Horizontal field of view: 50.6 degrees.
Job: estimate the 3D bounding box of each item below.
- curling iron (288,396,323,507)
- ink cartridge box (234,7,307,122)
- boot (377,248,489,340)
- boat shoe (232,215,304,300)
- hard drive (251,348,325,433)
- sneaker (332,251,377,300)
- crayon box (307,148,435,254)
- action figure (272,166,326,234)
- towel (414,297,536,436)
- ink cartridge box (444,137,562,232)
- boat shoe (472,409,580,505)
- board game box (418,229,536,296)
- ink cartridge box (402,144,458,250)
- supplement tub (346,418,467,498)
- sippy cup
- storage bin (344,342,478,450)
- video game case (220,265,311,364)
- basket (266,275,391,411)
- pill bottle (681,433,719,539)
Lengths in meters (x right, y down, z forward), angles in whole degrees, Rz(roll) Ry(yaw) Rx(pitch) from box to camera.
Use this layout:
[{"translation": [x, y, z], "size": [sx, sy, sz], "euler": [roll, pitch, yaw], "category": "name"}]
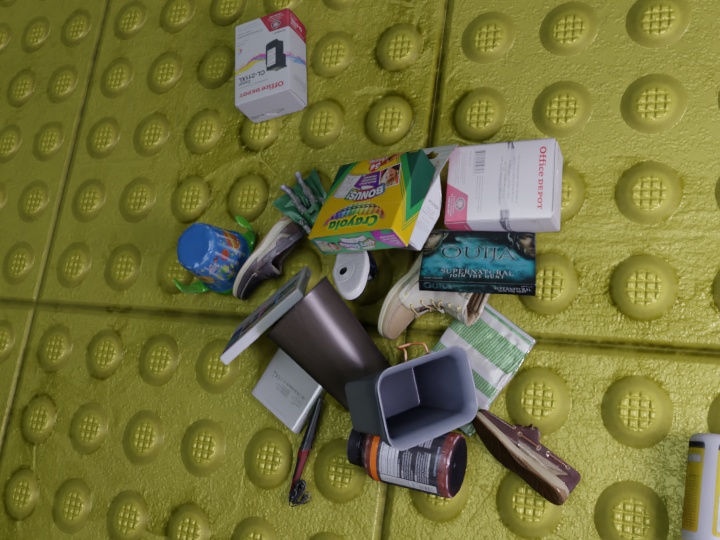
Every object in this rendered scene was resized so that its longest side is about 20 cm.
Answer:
[{"translation": [-0.096, 0.338, 1.416], "size": [0.049, 0.025, 0.205], "euler": [7, 79, 34], "category": "curling iron"}, {"translation": [-0.196, -0.448, 1.671], "size": [0.142, 0.083, 0.205], "euler": [-11, 70, 22], "category": "ink cartridge box"}, {"translation": [0.131, 0.062, 1.350], "size": [0.154, 0.072, 0.202], "euler": [34, 86, 40], "category": "boot"}, {"translation": [-0.186, -0.014, 1.541], "size": [0.064, 0.072, 0.202], "euler": [39, 100, 14], "category": "boat shoe"}, {"translation": [-0.112, 0.190, 1.469], "size": [0.131, 0.026, 0.202], "euler": [33, 91, 30], "category": "hard drive"}, {"translation": [0.000, 0.000, 1.414], "size": [0.072, 0.113, 0.203], "euler": [-24, 41, 14], "category": "sneaker"}, {"translation": [0.019, -0.120, 1.364], "size": [0.197, 0.058, 0.175], "euler": [-5, 51, 41], "category": "crayon box"}, {"translation": [-0.089, -0.108, 1.536], "size": [0.118, 0.055, 0.201], "euler": [-40, 66, 6], "category": "action figure"}, {"translation": [0.195, 0.163, 1.331], "size": [0.152, 0.023, 0.202], "euler": [38, 95, 31], "category": "towel"}, {"translation": [0.256, -0.144, 1.357], "size": [0.195, 0.083, 0.151], "euler": [-1, 74, 26], "category": "ink cartridge box"}, {"translation": [0.269, 0.288, 1.239], "size": [0.072, 0.073, 0.199], "euler": [-37, 54, -23], "category": "boat shoe"}, {"translation": [0.203, -0.017, 1.313], "size": [0.194, 0.029, 0.137], "euler": [2, 43, 11], "category": "board game box"}, {"translation": [0.103, -0.135, 1.413], "size": [0.203, 0.047, 0.159], "euler": [-58, 24, -12], "category": "ink cartridge box"}, {"translation": [0.076, 0.313, 1.295], "size": [0.195, 0.107, 0.110], "euler": [6, 77, 28], "category": "supplement tub"}, {"translation": [-0.306, -0.033, 1.572], "size": [0.137, 0.130, 0.182], "euler": [12, 80, 28], "category": "sippy cup"}, {"translation": [0.072, 0.197, 1.254], "size": [0.133, 0.197, 0.150], "euler": [-11, 92, 53], "category": "storage bin"}, {"translation": [-0.177, 0.082, 1.461], "size": [0.199, 0.182, 0.024], "euler": [-41, 100, 10], "category": "video game case"}, {"translation": [-0.050, 0.138, 1.360], "size": [0.201, 0.136, 0.180], "euler": [48, 140, -1], "category": "basket"}, {"translation": [0.512, 0.339, 1.070], "size": [0.109, 0.112, 0.205], "euler": [5, 77, 27], "category": "pill bottle"}]
